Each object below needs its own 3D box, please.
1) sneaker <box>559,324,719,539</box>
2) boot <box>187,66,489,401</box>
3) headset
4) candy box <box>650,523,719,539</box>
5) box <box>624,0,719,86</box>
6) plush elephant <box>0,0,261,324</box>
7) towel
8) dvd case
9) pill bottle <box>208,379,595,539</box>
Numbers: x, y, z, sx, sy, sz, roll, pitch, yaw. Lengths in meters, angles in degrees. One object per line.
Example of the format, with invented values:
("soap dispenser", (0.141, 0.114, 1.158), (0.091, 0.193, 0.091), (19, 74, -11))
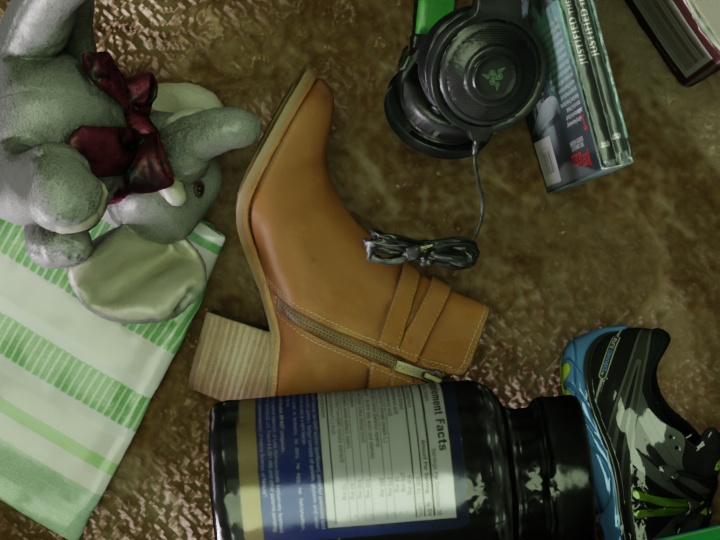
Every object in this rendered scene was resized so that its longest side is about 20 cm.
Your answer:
("sneaker", (0.173, 0.126, 1.058), (0.082, 0.071, 0.202), (-18, 86, 9))
("boot", (0.000, 0.000, 1.062), (0.154, 0.077, 0.202), (16, 93, -1))
("headset", (0.043, -0.101, 1.029), (0.093, 0.123, 0.202), (1, 80, -15))
("candy box", (0.144, 0.211, 0.919), (0.198, 0.077, 0.170), (-13, 131, -7))
("box", (0.219, -0.225, 1.010), (0.199, 0.166, 0.165), (-34, 88, 2))
("plush elephant", (-0.129, -0.065, 1.020), (0.153, 0.200, 0.166), (8, 66, -28))
("towel", (-0.184, 0.033, 1.101), (0.152, 0.023, 0.201), (29, 91, 2))
("dvd case", (0.098, -0.146, 1.027), (0.022, 0.146, 0.202), (-13, 88, -6))
("pill bottle", (0.021, 0.118, 1.010), (0.198, 0.112, 0.113), (-4, 90, -2))
